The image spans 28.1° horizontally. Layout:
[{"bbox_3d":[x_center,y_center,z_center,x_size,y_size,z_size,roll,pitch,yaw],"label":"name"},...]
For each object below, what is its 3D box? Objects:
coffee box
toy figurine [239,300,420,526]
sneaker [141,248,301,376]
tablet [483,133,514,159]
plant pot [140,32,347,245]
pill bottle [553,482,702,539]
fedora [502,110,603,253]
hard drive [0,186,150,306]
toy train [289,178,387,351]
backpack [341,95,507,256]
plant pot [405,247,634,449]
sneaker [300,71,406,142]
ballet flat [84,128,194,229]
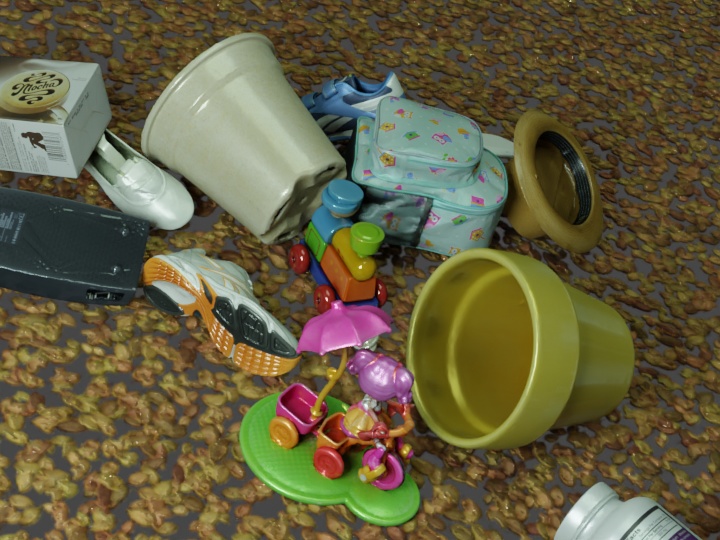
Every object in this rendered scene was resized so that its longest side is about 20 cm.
[{"bbox_3d":[-0.396,-0.177,1.613,0.198,0.080,0.114,7,45,13],"label":"coffee box"},{"bbox_3d":[-0.006,0.122,1.375,0.199,0.185,0.150,33,40,17],"label":"toy figurine"},{"bbox_3d":[-0.132,0.032,1.527,0.199,0.076,0.092,35,36,18],"label":"sneaker"},{"bbox_3d":[0.112,-0.171,1.884,0.198,0.014,0.130,5,15,-18],"label":"tablet"},{"bbox_3d":[-0.120,-0.138,1.665,0.184,0.201,0.200,46,44,16],"label":"plant pot"},{"bbox_3d":[0.280,0.291,1.344,0.200,0.113,0.112,39,42,25],"label":"pill bottle"},{"bbox_3d":[0.226,-0.101,1.800,0.200,0.081,0.202,31,46,-39],"label":"fedora"},{"bbox_3d":[-0.331,-0.025,1.537,0.198,0.043,0.135,12,38,-9],"label":"hard drive"},{"bbox_3d":[0.000,0.000,1.582,0.084,0.116,0.201,-7,44,-28],"label":"toy train"},{"bbox_3d":[0.081,-0.108,1.725,0.198,0.154,0.176,19,32,-10],"label":"backpack"},{"bbox_3d":[0.180,0.088,1.501,0.188,0.202,0.201,8,36,-37],"label":"plant pot"},{"bbox_3d":[-0.035,-0.208,1.820,0.198,0.083,0.074,-4,25,6],"label":"sneaker"},{"bbox_3d":[-0.273,-0.116,1.647,0.200,0.070,0.069,38,42,26],"label":"ballet flat"}]
